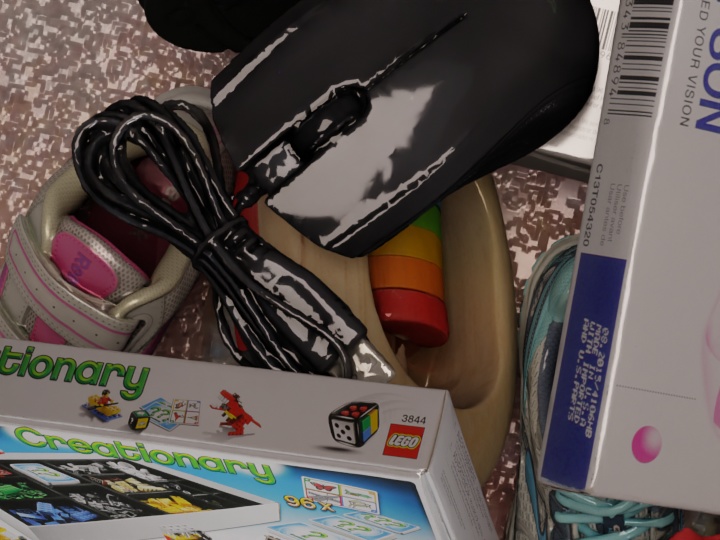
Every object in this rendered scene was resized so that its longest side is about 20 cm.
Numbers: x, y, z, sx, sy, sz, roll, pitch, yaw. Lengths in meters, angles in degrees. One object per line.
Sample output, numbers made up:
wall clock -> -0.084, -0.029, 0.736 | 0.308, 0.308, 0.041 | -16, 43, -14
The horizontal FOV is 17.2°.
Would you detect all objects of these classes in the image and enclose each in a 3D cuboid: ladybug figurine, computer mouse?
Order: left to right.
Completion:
ladybug figurine -> 0.000, 0.000, 0.894 | 0.072, 0.135, 0.201 | -20, 57, 34
computer mouse -> 0.013, -0.057, 0.825 | 0.139, 0.053, 0.200 | 45, 64, 9

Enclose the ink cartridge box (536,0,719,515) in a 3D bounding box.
ink cartridge box -> 0.167, -0.006, 0.861 | 0.199, 0.043, 0.198 | 10, 89, -30

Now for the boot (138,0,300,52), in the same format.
boot -> -0.010, -0.188, 0.911 | 0.197, 0.073, 0.163 | -26, 58, 9

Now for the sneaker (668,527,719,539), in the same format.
sneaker -> 0.185, 0.119, 0.833 | 0.198, 0.085, 0.077 | -1, 44, -22

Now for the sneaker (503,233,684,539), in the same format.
sneaker -> 0.087, 0.085, 0.895 | 0.077, 0.086, 0.202 | -5, 88, 4

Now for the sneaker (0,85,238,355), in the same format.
sneaker -> -0.111, 0.011, 0.918 | 0.081, 0.088, 0.201 | 30, 89, 7

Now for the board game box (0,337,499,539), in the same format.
board game box -> -0.055, 0.076, 0.823 | 0.198, 0.127, 0.035 | 6, 57, 18

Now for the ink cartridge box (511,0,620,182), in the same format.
ink cartridge box -> 0.130, -0.129, 0.919 | 0.115, 0.068, 0.202 | 14, 87, 5
